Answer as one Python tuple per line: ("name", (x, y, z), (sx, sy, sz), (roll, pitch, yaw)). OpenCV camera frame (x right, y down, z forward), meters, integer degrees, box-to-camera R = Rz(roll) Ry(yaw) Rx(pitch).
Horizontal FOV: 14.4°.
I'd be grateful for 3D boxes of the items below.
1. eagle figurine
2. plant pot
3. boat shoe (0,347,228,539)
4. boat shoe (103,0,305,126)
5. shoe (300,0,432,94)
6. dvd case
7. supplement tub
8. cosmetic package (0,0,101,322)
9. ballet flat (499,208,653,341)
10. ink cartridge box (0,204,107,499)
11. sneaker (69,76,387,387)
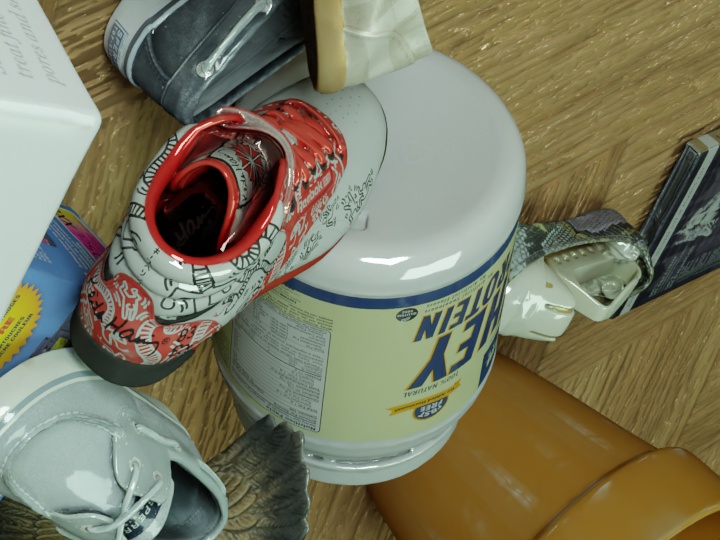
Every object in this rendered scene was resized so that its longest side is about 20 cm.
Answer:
("eagle figurine", (-0.113, 0.127, 1.419), (0.151, 0.152, 0.200), (-14, 159, -14))
("plant pot", (0.109, 0.156, 1.759), (0.200, 0.183, 0.201), (-36, 154, -21))
("boat shoe", (-0.108, 0.087, 1.243), (0.070, 0.071, 0.201), (-48, 159, 5))
("boat shoe", (-0.016, -0.132, 1.239), (0.200, 0.068, 0.072), (-36, 155, -22))
("shoe", (-0.003, -0.167, 1.146), (0.053, 0.070, 0.201), (-6, 123, -1))
("dvd case", (0.248, -0.052, 1.869), (0.199, 0.016, 0.149), (-24, 149, -43))
("supplement tub", (0.000, 0.000, 1.379), (0.145, 0.145, 0.201), (-34, 154, -25))
("cosmetic package", (-0.213, -0.032, 0.902), (0.164, 0.165, 0.201), (7, 127, -37))
("ballet flat", (0.111, 0.006, 1.669), (0.200, 0.072, 0.072), (-14, 141, -50))
("ink cartridge box", (-0.192, 0.028, 1.195), (0.137, 0.076, 0.200), (-50, 155, 8))
("sneaker", (-0.038, -0.039, 1.200), (0.201, 0.067, 0.108), (-44, 173, -36))
